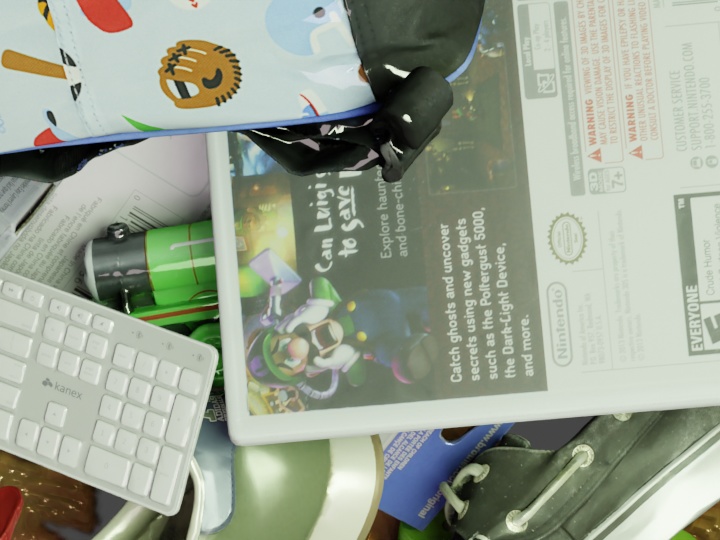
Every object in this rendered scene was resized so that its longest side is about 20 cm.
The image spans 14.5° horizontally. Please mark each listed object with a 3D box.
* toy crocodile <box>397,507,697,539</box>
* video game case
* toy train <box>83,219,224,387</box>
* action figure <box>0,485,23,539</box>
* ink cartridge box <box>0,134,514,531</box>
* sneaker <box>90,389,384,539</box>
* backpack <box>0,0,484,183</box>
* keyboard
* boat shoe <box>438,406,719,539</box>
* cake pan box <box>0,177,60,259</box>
[{"bbox_3d":[0.070,0.131,1.031,0.200,0.062,0.068,6,117,-5],"label":"toy crocodile"},{"bbox_3d":[0.041,-0.051,0.901,0.181,0.023,0.200,-5,84,1],"label":"video game case"},{"bbox_3d":[0.000,0.000,0.932,0.200,0.042,0.057,-9,106,3],"label":"toy train"},{"bbox_3d":[-0.115,0.165,1.052,0.065,0.052,0.200,-12,122,11],"label":"action figure"},{"bbox_3d":[-0.026,-0.005,0.970,0.200,0.042,0.119,32,111,-14],"label":"ink cartridge box"},{"bbox_3d":[-0.073,0.126,0.947,0.090,0.067,0.200,18,105,-30],"label":"sneaker"},{"bbox_3d":[-0.068,-0.107,0.764,0.190,0.200,0.154,-16,115,14],"label":"backpack"},{"bbox_3d":[-0.136,0.022,0.931,0.200,0.011,0.056,19,94,26],"label":"keyboard"},{"bbox_3d":[0.059,0.090,0.977,0.200,0.071,0.064,-36,86,-17],"label":"boat shoe"},{"bbox_3d":[-0.179,-0.057,0.832,0.184,0.200,0.052,35,110,-6],"label":"cake pan box"}]
